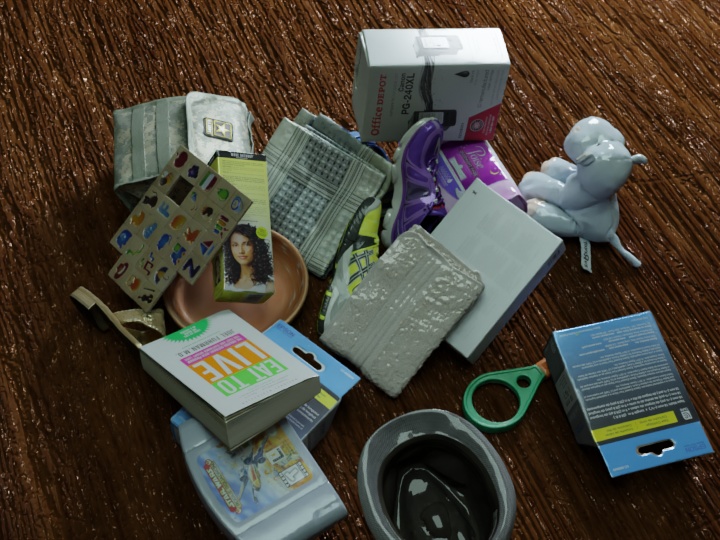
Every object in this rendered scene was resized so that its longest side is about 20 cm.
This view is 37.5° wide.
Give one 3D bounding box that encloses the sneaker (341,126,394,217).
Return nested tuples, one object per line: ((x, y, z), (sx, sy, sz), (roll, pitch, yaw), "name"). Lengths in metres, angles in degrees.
((-0.006, -0.169, 1.576), (0.074, 0.082, 0.200), (-33, 59, -21), "sneaker")

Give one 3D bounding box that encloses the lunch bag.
((-0.249, -0.167, 1.534), (0.199, 0.118, 0.165), (-12, 54, 3), "lunch bag")

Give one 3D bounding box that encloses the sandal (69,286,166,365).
((-0.293, 0.069, 1.393), (0.211, 0.078, 0.070), (34, 65, 28), "sandal")

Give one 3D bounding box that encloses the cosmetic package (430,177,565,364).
((0.153, 0.000, 1.418), (0.151, 0.052, 0.200), (40, 89, 21), "cosmetic package")

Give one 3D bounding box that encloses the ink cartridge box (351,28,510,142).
((0.094, -0.258, 1.481), (0.199, 0.146, 0.084), (-3, 51, -8), "ink cartridge box")

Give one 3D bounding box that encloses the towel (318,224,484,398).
((0.056, 0.052, 1.371), (0.132, 0.034, 0.200), (38, 90, 4), "towel")

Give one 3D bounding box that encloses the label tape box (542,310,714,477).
((0.333, 0.163, 1.338), (0.143, 0.063, 0.201), (-10, 62, -12), "label tape box")

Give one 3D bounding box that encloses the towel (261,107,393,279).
((-0.071, -0.116, 1.512), (0.192, 0.035, 0.201), (34, 88, 22), "towel")

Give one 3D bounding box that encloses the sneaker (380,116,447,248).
((0.092, -0.112, 1.476), (0.083, 0.201, 0.080), (22, 21, 36), "sneaker")

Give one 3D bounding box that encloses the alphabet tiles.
((-0.249, -0.049, 1.400), (0.167, 0.008, 0.200), (37, 92, 35), "alphabet tiles")

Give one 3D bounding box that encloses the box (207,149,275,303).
((-0.160, -0.059, 1.415), (0.075, 0.050, 0.201), (2, 69, -25), "box")

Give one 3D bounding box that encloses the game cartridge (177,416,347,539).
((-0.122, 0.235, 1.222), (0.133, 0.042, 0.200), (-25, 60, -25), "game cartridge")

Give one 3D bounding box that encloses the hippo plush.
((0.310, -0.123, 1.498), (0.158, 0.161, 0.201), (-6, 53, -6), "hippo plush")

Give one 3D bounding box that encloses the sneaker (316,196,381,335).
((0.000, 0.000, 1.436), (0.076, 0.075, 0.201), (17, 84, -3), "sneaker")

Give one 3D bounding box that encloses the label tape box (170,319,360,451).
((-0.116, 0.175, 1.326), (0.143, 0.066, 0.200), (34, 57, 20), "label tape box")

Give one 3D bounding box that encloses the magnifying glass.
((0.219, 0.144, 1.385), (0.199, 0.022, 0.080), (-31, 60, -20), "magnifying glass")

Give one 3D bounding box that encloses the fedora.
((0.086, 0.273, 1.239), (0.176, 0.090, 0.200), (-26, 64, -18), "fedora")

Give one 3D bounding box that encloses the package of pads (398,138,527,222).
((0.148, -0.136, 1.547), (0.120, 0.076, 0.201), (-28, 55, 2), "package of pads")

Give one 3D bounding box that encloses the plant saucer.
((-0.170, 0.024, 1.453), (0.199, 0.038, 0.201), (0, 55, -1), "plant saucer")

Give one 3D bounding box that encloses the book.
((-0.158, 0.122, 1.271), (0.133, 0.048, 0.200), (-26, 36, -31), "book")
